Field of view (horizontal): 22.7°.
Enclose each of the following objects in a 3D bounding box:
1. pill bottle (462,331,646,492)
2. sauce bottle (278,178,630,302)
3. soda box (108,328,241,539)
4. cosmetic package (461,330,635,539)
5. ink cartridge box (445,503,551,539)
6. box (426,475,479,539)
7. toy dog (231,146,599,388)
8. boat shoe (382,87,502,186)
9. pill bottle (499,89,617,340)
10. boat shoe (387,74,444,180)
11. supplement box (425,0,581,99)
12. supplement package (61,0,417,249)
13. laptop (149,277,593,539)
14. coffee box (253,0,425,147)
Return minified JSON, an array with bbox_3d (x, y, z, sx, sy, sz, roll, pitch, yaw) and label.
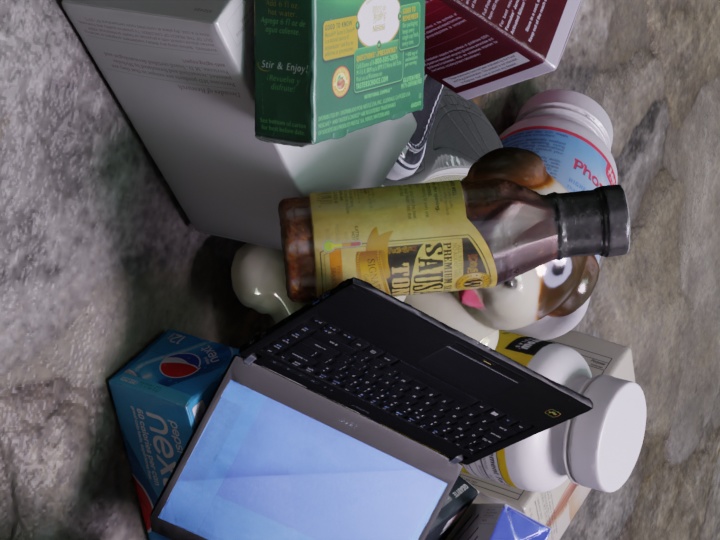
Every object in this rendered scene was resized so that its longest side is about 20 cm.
[{"bbox_3d":[0.107,0.102,1.340,0.111,0.199,0.112,-28,124,-52],"label":"pill bottle"},{"bbox_3d":[0.053,-0.020,1.023,0.066,0.198,0.067,174,-90,-90],"label":"sauce bottle"},{"bbox_3d":[-0.098,0.142,1.151,0.064,0.067,0.201,-41,133,-41],"label":"soda box"},{"bbox_3d":[0.147,0.147,1.515,0.200,0.103,0.088,-49,140,-36],"label":"cosmetic package"},{"bbox_3d":[0.071,0.226,1.351,0.044,0.200,0.095,28,75,-11],"label":"ink cartridge box"},{"bbox_3d":[-0.003,0.224,1.257,0.160,0.046,0.200,-57,167,17],"label":"box"},{"bbox_3d":[0.055,0.003,1.141,0.194,0.199,0.141,-34,103,-47],"label":"toy dog"},{"bbox_3d":[0.036,-0.082,1.300,0.075,0.065,0.202,58,35,3],"label":"boat shoe"},{"bbox_3d":[0.143,-0.049,1.410,0.201,0.108,0.109,-69,151,-43],"label":"pill bottle"},{"bbox_3d":[0.040,-0.163,1.217,0.072,0.067,0.202,25,64,-48],"label":"boat shoe"},{"bbox_3d":[0.027,-0.188,1.114,0.199,0.109,0.061,29,71,-24],"label":"supplement box"},{"bbox_3d":[-0.066,-0.120,1.064,0.117,0.116,0.201,-59,143,-29],"label":"supplement package"},{"bbox_3d":[0.004,0.114,1.057,0.176,0.200,0.104,27,56,-24],"label":"laptop"},{"bbox_3d":[-0.010,-0.178,0.982,0.123,0.044,0.202,-24,119,-54],"label":"coffee box"}]
